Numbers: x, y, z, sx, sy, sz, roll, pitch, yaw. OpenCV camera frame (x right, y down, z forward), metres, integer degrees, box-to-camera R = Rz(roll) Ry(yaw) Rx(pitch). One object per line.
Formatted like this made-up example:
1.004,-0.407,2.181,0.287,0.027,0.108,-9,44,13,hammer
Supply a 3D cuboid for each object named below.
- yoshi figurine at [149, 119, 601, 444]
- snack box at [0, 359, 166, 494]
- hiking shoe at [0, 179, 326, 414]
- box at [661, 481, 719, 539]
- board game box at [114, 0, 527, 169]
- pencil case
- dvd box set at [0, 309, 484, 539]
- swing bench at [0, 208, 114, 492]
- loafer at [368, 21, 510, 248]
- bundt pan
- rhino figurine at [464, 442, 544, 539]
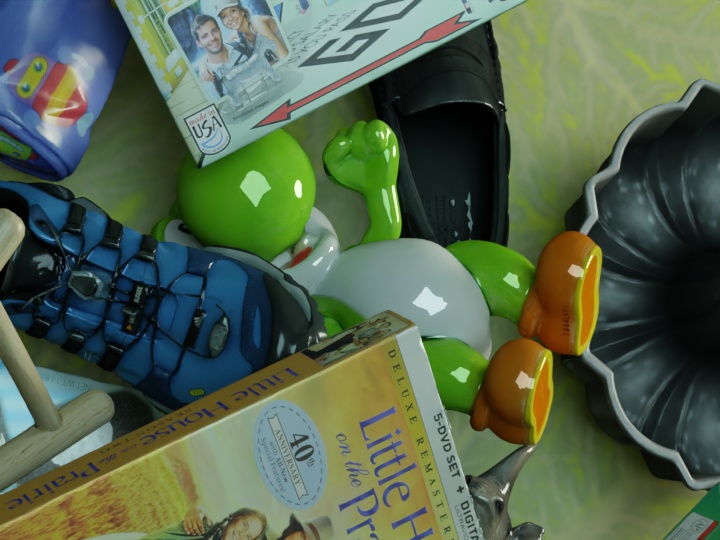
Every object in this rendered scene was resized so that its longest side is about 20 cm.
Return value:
-0.004,-0.006,1.017,0.199,0.112,0.113,18,102,20,yoshi figurine
-0.118,0.107,1.031,0.199,0.037,0.117,14,78,-16,snack box
-0.104,0.014,0.973,0.086,0.199,0.075,9,98,-53,hiking shoe
0.175,0.206,1.074,0.117,0.048,0.201,-41,120,-20,box
-0.008,-0.146,0.982,0.199,0.029,0.135,-27,94,0,board game box
-0.127,-0.134,1.046,0.078,0.087,0.201,30,71,-23,pencil case
-0.048,0.121,0.912,0.199,0.029,0.147,-24,111,-19,dvd box set
-0.238,0.044,0.903,0.198,0.130,0.200,30,65,34,swing bench
0.040,-0.076,1.098,0.068,0.070,0.202,1,80,-20,loafer
0.176,0.015,1.124,0.200,0.076,0.204,4,79,-19,bundt pan
0.018,0.156,1.021,0.060,0.087,0.201,34,96,22,rhino figurine
